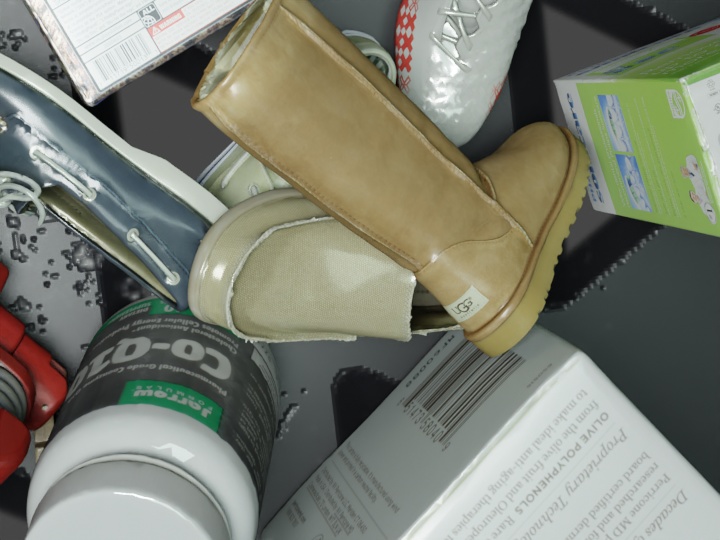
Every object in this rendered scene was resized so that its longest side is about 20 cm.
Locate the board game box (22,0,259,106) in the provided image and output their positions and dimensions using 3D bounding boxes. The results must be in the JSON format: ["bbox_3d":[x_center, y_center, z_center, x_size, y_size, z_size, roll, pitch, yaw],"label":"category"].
[{"bbox_3d":[-0.126,-0.211,0.911,0.159,0.097,0.201,-31,101,-7],"label":"board game box"}]

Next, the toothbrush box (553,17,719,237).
[{"bbox_3d":[0.207,-0.087,0.939,0.144,0.200,0.087,-21,98,-8],"label":"toothbrush box"}]

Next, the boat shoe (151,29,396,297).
[{"bbox_3d":[-0.050,-0.046,0.961,0.072,0.062,0.201,32,90,-12],"label":"boat shoe"}]

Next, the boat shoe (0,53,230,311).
[{"bbox_3d":[-0.159,-0.050,0.902,0.199,0.075,0.062,33,71,-14],"label":"boat shoe"}]

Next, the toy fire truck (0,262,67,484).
[{"bbox_3d":[-0.199,0.086,0.894,0.200,0.176,0.129,40,110,-17],"label":"toy fire truck"}]

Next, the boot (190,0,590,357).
[{"bbox_3d":[0.023,-0.074,0.899,0.200,0.176,0.066,41,125,-16],"label":"boot"}]

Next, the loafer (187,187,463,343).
[{"bbox_3d":[0.000,0.000,0.931,0.199,0.068,0.077,-7,114,-40],"label":"loafer"}]

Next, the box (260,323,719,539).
[{"bbox_3d":[0.078,0.152,0.937,0.171,0.199,0.200,44,88,-12],"label":"box"}]

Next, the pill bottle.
[{"bbox_3d":[-0.101,0.100,0.875,0.112,0.200,0.114,1,113,2],"label":"pill bottle"}]

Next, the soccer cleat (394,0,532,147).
[{"bbox_3d":[0.068,-0.165,0.961,0.068,0.085,0.202,16,92,-13],"label":"soccer cleat"}]
